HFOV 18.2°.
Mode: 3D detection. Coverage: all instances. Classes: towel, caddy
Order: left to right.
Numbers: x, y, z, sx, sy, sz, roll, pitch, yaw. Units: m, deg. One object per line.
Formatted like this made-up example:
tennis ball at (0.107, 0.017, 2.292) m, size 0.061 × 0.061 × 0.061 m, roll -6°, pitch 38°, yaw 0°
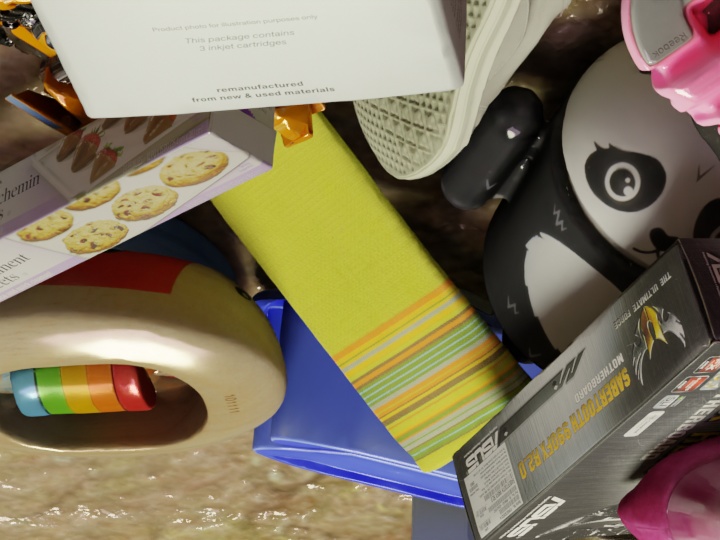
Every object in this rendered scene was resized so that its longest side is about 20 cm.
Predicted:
towel at (0.000, 0.000, 1.050) m, size 0.086 × 0.018 × 0.200 m, roll -33°, pitch 97°, yaw 40°
caddy at (0.035, 0.059, 1.166) m, size 0.198 × 0.106 × 0.141 m, roll 15°, pitch 169°, yaw -9°

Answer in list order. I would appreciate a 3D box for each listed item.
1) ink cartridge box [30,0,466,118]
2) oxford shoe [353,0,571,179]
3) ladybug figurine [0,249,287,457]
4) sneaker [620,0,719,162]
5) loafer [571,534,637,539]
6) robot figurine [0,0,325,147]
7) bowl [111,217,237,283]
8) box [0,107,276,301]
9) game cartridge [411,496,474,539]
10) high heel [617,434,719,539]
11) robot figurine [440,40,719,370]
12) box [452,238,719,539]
ink cartridge box at (-0.047, -0.170, 0.754) m, size 0.143 × 0.146 × 0.200 m, roll -3°, pitch 148°, yaw 11°
oxford shoe at (0.044, -0.101, 0.942) m, size 0.057 × 0.075 × 0.200 m, roll -24°, pitch 162°, yaw -27°
ladybug figurine at (-0.133, 0.037, 1.099) m, size 0.198 × 0.072 × 0.136 m, roll -1°, pitch 148°, yaw 7°
sneaker at (0.162, -0.055, 0.856) m, size 0.079 × 0.095 × 0.201 m, roll -32°, pitch 109°, yaw 6°
loafer at (0.171, 0.075, 1.132) m, size 0.076 × 0.200 × 0.068 m, roll 24°, pitch 146°, yaw 39°
robot figurine at (-0.113, -0.107, 0.947) m, size 0.144 × 0.059 × 0.199 m, roll -24°, pitch 140°, yaw 36°
bowl at (-0.157, 0.019, 1.180) m, size 0.199 × 0.040 × 0.201 m, roll 2°, pitch 149°, yaw 1°
box at (-0.119, -0.033, 0.976) m, size 0.199 × 0.039 × 0.041 m, roll -23°, pitch 142°, yaw 35°
game cartridge at (0.127, 0.130, 1.242) m, size 0.198 × 0.134 × 0.041 m, roll -2°, pitch 152°, yaw 10°
high heel at (0.208, 0.081, 0.952) m, size 0.199 × 0.068 × 0.096 m, roll -21°, pitch -172°, yaw -22°
robot figurine at (0.126, -0.019, 1.001) m, size 0.149 × 0.126 × 0.200 m, roll -11°, pitch 155°, yaw -23°
box at (0.153, 0.055, 0.971) m, size 0.157 × 0.049 × 0.200 m, roll 0°, pitch 151°, yaw -30°
